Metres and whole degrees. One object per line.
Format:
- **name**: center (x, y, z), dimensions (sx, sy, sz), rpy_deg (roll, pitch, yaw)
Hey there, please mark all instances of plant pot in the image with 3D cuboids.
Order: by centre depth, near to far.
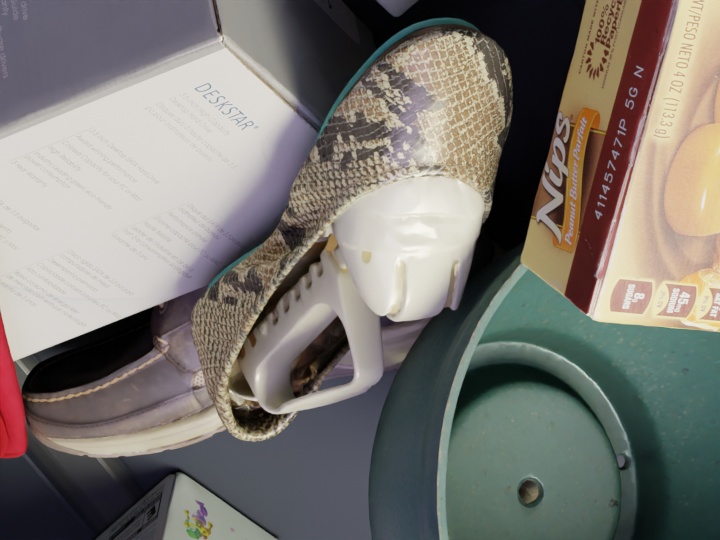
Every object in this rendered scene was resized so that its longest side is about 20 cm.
- **plant pot**: center (0.083, 0.078, 0.920), dimensions (0.200, 0.201, 0.134), rpy_deg (36, 161, -19)

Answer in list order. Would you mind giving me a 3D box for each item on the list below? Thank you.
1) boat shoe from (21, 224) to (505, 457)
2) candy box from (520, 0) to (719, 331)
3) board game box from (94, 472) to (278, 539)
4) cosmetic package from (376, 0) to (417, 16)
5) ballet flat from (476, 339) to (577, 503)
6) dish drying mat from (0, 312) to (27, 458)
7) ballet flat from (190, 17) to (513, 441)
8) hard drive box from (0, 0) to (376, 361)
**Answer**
- **boat shoe**: center (-0.043, 0.010, 1.008), dimensions (0.199, 0.075, 0.074), rpy_deg (-20, 111, 10)
- **candy box**: center (0.160, -0.039, 0.842), dimensions (0.199, 0.055, 0.116), rpy_deg (5, 109, -26)
- **board game box**: center (-0.109, 0.199, 1.062), dimensions (0.064, 0.200, 0.147), rpy_deg (36, 121, -20)
- **cosmetic package**: center (-0.021, -0.190, 0.854), dimensions (0.101, 0.071, 0.200), rpy_deg (-38, 114, 27)
- **ballet flat**: center (0.068, 0.097, 1.057), dimensions (0.062, 0.068, 0.201), rpy_deg (-20, 133, -18)
- **dish drying mat**: center (-0.163, 0.030, 0.931), dimensions (0.076, 0.018, 0.200), rpy_deg (-1, 156, -2)
- **ballet flat**: center (0.000, 0.000, 0.881), dimensions (0.067, 0.076, 0.200), rpy_deg (6, 147, -26)
- **hard drive box**: center (-0.106, -0.046, 0.917), dimensions (0.199, 0.077, 0.156), rpy_deg (-20, 154, 16)
